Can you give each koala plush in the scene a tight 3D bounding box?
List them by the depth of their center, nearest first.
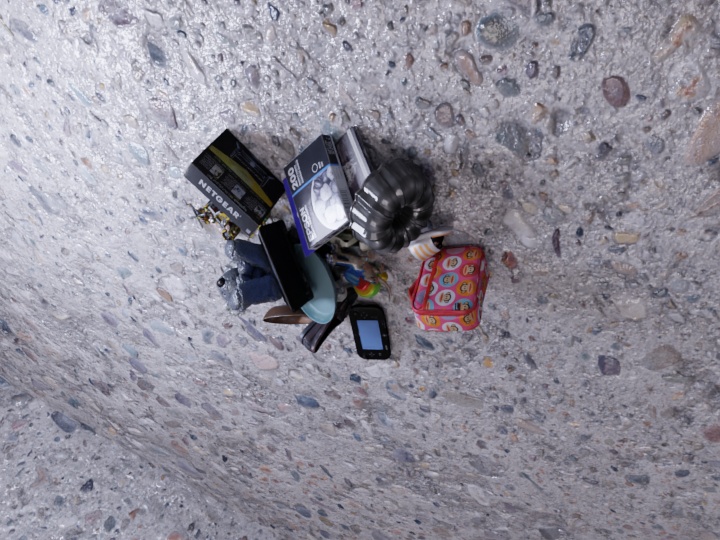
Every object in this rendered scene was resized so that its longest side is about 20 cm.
[{"bbox_3d":[-0.307,0.034,1.408,0.180,0.185,0.197,4,160,-45],"label":"koala plush"}]

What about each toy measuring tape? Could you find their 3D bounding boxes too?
[{"bbox_3d":[-0.013,0.039,1.356,0.194,0.075,0.075,-11,124,33],"label":"toy measuring tape"}]

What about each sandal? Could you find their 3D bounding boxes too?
[{"bbox_3d":[0.131,-0.051,1.202,0.202,0.078,0.062,-16,92,42],"label":"sandal"}]

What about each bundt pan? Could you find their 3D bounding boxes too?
[{"bbox_3d":[0.074,-0.119,1.089,0.076,0.197,0.207,47,147,37],"label":"bundt pan"}]

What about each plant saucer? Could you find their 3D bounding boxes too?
[{"bbox_3d":[-0.116,0.029,1.295,0.197,0.027,0.207,30,132,39],"label":"plant saucer"},{"bbox_3d":[-0.173,0.121,1.465,0.191,0.036,0.201,-2,169,0],"label":"plant saucer"}]

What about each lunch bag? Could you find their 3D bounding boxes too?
[{"bbox_3d":[0.189,0.039,1.173,0.170,0.204,0.083,-3,133,26],"label":"lunch bag"}]

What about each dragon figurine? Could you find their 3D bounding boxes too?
[{"bbox_3d":[0.000,0.000,1.260,0.097,0.061,0.199,1,150,42],"label":"dragon figurine"}]

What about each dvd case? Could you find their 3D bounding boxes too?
[{"bbox_3d":[-0.045,-0.189,1.159,0.199,0.016,0.153,-36,70,43],"label":"dvd case"}]

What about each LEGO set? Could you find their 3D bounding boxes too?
[{"bbox_3d":[-0.333,-0.128,1.335,0.194,0.117,0.157,-11,123,32],"label":"LEGO set"}]

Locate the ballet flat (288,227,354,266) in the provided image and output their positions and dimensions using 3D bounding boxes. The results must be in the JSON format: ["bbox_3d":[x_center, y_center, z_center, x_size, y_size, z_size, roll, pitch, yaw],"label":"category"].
[{"bbox_3d":[-0.097,-0.061,1.336,0.193,0.058,0.067,20,144,-1],"label":"ballet flat"}]

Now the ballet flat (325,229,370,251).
[{"bbox_3d":[-0.006,-0.076,1.257,0.192,0.072,0.069,5,134,22],"label":"ballet flat"}]

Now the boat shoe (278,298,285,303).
[{"bbox_3d":[-0.201,0.041,1.459,0.193,0.072,0.070,12,133,28],"label":"boat shoe"}]

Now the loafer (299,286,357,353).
[{"bbox_3d":[-0.072,0.133,1.386,0.063,0.199,0.073,38,166,34],"label":"loafer"}]

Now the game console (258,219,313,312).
[{"bbox_3d":[-0.201,-0.003,1.262,0.173,0.115,0.207,-16,97,49],"label":"game console"}]

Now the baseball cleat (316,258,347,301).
[{"bbox_3d":[-0.107,0.006,1.350,0.196,0.069,0.109,21,137,37],"label":"baseball cleat"}]

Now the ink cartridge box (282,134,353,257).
[{"bbox_3d":[-0.106,-0.159,1.178,0.198,0.042,0.205,-31,73,42],"label":"ink cartridge box"}]

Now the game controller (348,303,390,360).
[{"bbox_3d":[0.028,0.173,1.474,0.100,0.043,0.205,6,131,21],"label":"game controller"}]

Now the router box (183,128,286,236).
[{"bbox_3d":[-0.282,-0.203,1.220,0.199,0.159,0.052,43,133,-14],"label":"router box"}]
